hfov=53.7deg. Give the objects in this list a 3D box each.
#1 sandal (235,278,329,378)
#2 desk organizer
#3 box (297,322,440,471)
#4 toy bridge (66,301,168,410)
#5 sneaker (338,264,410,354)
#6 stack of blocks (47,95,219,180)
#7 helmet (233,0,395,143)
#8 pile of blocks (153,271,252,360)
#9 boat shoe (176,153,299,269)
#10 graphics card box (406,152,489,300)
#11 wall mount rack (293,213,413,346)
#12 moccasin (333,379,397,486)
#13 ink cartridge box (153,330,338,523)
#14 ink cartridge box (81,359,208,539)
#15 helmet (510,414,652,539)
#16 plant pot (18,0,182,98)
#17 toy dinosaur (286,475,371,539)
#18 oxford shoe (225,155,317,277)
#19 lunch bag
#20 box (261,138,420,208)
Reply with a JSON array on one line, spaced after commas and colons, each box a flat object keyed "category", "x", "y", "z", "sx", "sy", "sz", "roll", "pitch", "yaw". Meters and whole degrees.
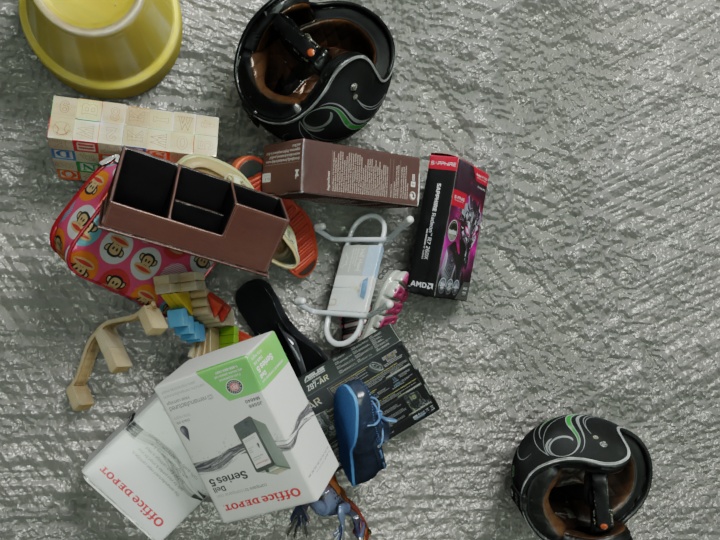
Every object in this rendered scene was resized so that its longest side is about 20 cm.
[{"category": "sandal", "x": -0.114, "y": 0.106, "z": 1.010, "sx": 0.076, "sy": 0.043, "sz": 0.200, "roll": -36, "pitch": 95, "yaw": 22}, {"category": "desk organizer", "x": -0.189, "y": -0.067, "z": 0.821, "sx": 0.200, "sy": 0.072, "sz": 0.077, "roll": 17, "pitch": 113, "yaw": -24}, {"category": "box", "x": -0.005, "y": 0.188, "z": 1.005, "sx": 0.200, "sy": 0.044, "sz": 0.160, "roll": -31, "pitch": 126, "yaw": -1}, {"category": "toy bridge", "x": -0.326, "y": 0.103, "z": 0.934, "sx": 0.200, "sy": 0.027, "sz": 0.067, "roll": -43, "pitch": 65, "yaw": 23}, {"category": "sneaker", "x": -0.003, "y": 0.073, "z": 1.034, "sx": 0.087, "sy": 0.074, "sz": 0.200, "roll": 33, "pitch": 107, "yaw": 23}, {"category": "stack of blocks", "x": -0.290, "y": -0.159, "z": 0.924, "sx": 0.199, "sy": 0.115, "sz": 0.059, "roll": 5, "pitch": 70, "yaw": -14}, {"category": "helmet", "x": -0.054, "y": -0.262, "z": 0.944, "sx": 0.200, "sy": 0.191, "sz": 0.201, "roll": 3, "pitch": 98, "yaw": 26}, {"category": "pile of blocks", "x": -0.195, "y": 0.073, "z": 0.934, "sx": 0.062, "sy": 0.082, "sz": 0.200, "roll": -8, "pitch": 140, "yaw": 21}, {"category": "boat shoe", "x": -0.151, "y": -0.074, "z": 0.906, "sx": 0.200, "sy": 0.063, "sz": 0.073, "roll": 37, "pitch": 98, "yaw": -32}, {"category": "graphics card box", "x": 0.129, "y": -0.058, "z": 1.033, "sx": 0.051, "sy": 0.125, "sz": 0.201, "roll": 12, "pitch": 91, "yaw": 30}, {"category": "wall mount rack", "x": 0.000, "y": 0.000, "z": 0.953, "sx": 0.075, "sy": 0.173, "sz": 0.200, "roll": 35, "pitch": 63, "yaw": -49}, {"category": "moccasin", "x": 0.005, "y": 0.210, "z": 0.959, "sx": 0.068, "sy": 0.081, "sz": 0.200, "roll": -17, "pitch": 139, "yaw": -17}, {"category": "ink cartridge box", "x": -0.138, "y": 0.197, "z": 0.884, "sx": 0.145, "sy": 0.084, "sz": 0.200, "roll": -21, "pitch": 100, "yaw": 23}, {"category": "ink cartridge box", "x": -0.253, "y": 0.241, "z": 0.975, "sx": 0.200, "sy": 0.084, "sz": 0.145, "roll": -44, "pitch": 101, "yaw": -9}, {"category": "helmet", "x": 0.327, "y": 0.307, "z": 1.055, "sx": 0.199, "sy": 0.191, "sz": 0.201, "roll": 4, "pitch": 101, "yaw": 20}, {"category": "plant pot", "x": -0.323, "y": -0.330, "z": 0.877, "sx": 0.200, "sy": 0.189, "sz": 0.201, "roll": 0, "pitch": 92, "yaw": -13}, {"category": "toy dinosaur", "x": -0.034, "y": 0.329, "z": 1.005, "sx": 0.181, "sy": 0.105, "sz": 0.200, "roll": 17, "pitch": 103, "yaw": -50}, {"category": "oxford shoe", "x": -0.126, "y": -0.077, "z": 1.005, "sx": 0.071, "sy": 0.072, "sz": 0.200, "roll": -40, "pitch": 118, "yaw": -22}, {"category": "lunch bag", "x": -0.272, "y": -0.049, "z": 0.915, "sx": 0.176, "sy": 0.082, "sz": 0.200, "roll": -54, "pitch": 139, "yaw": -5}, {"category": "box", "x": -0.024, "y": -0.128, "z": 0.968, "sx": 0.200, "sy": 0.100, "sz": 0.075, "roll": 0, "pitch": 93, "yaw": -39}]
